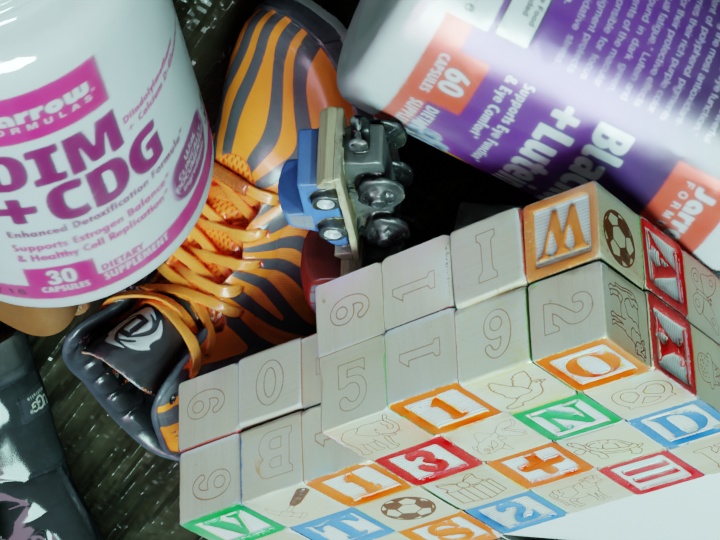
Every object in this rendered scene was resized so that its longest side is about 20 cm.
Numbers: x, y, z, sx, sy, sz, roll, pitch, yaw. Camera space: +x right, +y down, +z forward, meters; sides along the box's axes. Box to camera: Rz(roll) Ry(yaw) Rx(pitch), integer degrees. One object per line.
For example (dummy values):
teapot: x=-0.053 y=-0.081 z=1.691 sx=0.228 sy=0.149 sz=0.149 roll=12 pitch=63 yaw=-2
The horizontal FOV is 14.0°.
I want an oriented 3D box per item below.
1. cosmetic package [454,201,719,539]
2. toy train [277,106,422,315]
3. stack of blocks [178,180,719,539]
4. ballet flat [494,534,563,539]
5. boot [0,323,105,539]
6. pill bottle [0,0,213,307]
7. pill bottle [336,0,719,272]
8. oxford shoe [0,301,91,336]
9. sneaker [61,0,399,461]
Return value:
cosmetic package: x=0.130 y=0.044 z=1.127 sx=0.199 sy=0.081 sz=0.113 roll=7 pitch=129 yaw=8
toy train: x=0.000 y=0.000 z=1.059 sx=0.046 sy=0.034 sz=0.200 roll=0 pitch=151 yaw=6
stack of blocks: x=0.030 y=0.046 z=1.031 sx=0.199 sy=0.059 sz=0.115 roll=-21 pitch=146 yaw=31
ballet flat: x=0.107 y=0.131 z=1.207 sx=0.199 sy=0.069 sz=0.068 roll=29 pitch=129 yaw=-12
boot: x=-0.175 y=0.137 z=1.230 sx=0.164 sy=0.066 sz=0.201 roll=-14 pitch=104 yaw=27
pill bottle: x=-0.118 y=-0.082 z=0.976 sx=0.113 sy=0.114 sz=0.200 roll=3 pitch=151 yaw=10
pill bottle: x=0.102 y=-0.067 z=1.022 sx=0.199 sy=0.112 sz=0.112 roll=26 pitch=129 yaw=-9
oxford shoe: x=-0.192 y=-0.011 z=1.134 sx=0.199 sy=0.072 sz=0.071 roll=27 pitch=156 yaw=-32
sneaker: x=-0.051 y=-0.003 z=1.096 sx=0.077 sy=0.112 sz=0.201 roll=34 pitch=137 yaw=32
